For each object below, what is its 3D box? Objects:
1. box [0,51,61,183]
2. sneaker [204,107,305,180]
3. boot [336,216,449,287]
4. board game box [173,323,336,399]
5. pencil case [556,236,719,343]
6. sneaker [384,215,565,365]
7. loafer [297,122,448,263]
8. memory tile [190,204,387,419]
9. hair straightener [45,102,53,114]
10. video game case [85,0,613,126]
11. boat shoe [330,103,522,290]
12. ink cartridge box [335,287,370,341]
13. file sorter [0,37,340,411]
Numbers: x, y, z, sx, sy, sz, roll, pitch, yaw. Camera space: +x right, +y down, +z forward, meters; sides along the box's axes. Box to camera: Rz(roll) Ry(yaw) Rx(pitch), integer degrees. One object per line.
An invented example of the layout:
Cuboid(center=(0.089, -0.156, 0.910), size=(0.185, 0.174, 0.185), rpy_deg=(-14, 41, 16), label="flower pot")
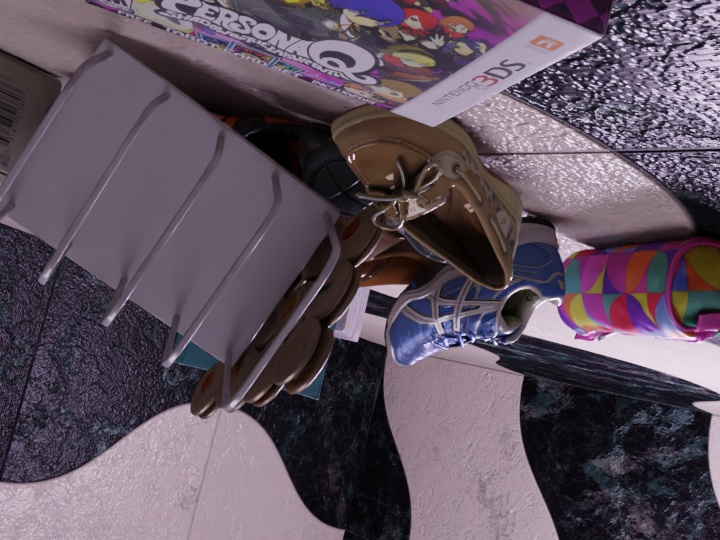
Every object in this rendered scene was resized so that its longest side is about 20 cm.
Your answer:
Cuboid(center=(-0.349, -0.132, 0.857), size=(0.198, 0.097, 0.077), rpy_deg=(6, 169, 44), label="box")
Cuboid(center=(-0.068, -0.070, 0.813), size=(0.110, 0.079, 0.199), rpy_deg=(12, 173, 28), label="sneaker")
Cuboid(center=(0.000, 0.000, 0.935), size=(0.153, 0.078, 0.199), rpy_deg=(-26, 158, 27), label="boot")
Cuboid(center=(-0.092, 0.012, 1.002), size=(0.148, 0.204, 0.047), rpy_deg=(17, 173, -22), label="board game box")
Cuboid(center=(0.243, 0.020, 0.854), size=(0.087, 0.090, 0.200), rpy_deg=(16, 172, -13), label="pencil case")
Cuboid(center=(0.097, 0.035, 0.886), size=(0.075, 0.078, 0.199), rpy_deg=(18, 134, -42), label="sneaker")
Cuboid(center=(0.037, -0.064, 0.769), size=(0.198, 0.072, 0.063), rpy_deg=(21, -148, -34), label="loafer")
Cuboid(center=(-0.058, 0.034, 0.730), size=(0.017, 0.155, 0.199), rpy_deg=(35, 151, -20), label="memory tile")
Cuboid(center=(-0.216, -0.085, 0.874), size=(0.040, 0.078, 0.201), rpy_deg=(-28, 146, 2), label="hair straightener")
Cuboid(center=(-0.018, -0.125, 0.436), size=(0.196, 0.037, 0.181), rpy_deg=(17, 172, -17), label="video game case")
Cuboid(center=(0.054, -0.049, 0.676), size=(0.072, 0.064, 0.199), rpy_deg=(-18, 149, 36), label="boat shoe")
Cuboid(center=(-0.053, 0.003, 1.164), size=(0.123, 0.131, 0.200), rpy_deg=(13, 174, 7), label="ink cartridge box")
Cuboid(center=(-0.127, -0.029, 0.641), size=(0.199, 0.140, 0.125), rpy_deg=(35, -171, -13), label="file sorter")
